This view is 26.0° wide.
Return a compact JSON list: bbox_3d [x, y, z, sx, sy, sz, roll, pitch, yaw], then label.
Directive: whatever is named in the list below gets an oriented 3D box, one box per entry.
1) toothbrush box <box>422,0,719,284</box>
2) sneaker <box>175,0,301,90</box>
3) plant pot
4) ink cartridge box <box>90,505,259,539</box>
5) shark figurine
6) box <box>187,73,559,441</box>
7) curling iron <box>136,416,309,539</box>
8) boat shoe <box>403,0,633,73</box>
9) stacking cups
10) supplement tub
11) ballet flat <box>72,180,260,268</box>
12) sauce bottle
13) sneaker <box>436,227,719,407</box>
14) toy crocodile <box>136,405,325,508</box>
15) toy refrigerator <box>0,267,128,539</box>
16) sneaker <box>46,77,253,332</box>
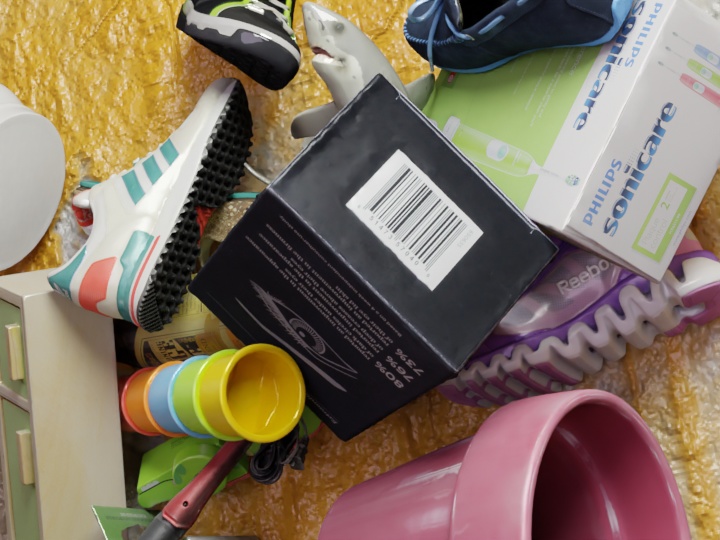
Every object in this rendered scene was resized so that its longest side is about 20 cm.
[{"bbox_3d":[0.129,-0.097,0.947,0.146,0.086,0.200,-64,29,2],"label":"toothbrush box"},{"bbox_3d":[-0.078,-0.183,1.059,0.083,0.071,0.200,-57,25,4],"label":"sneaker"},{"bbox_3d":[0.078,0.180,0.931,0.178,0.199,0.202,-13,76,36],"label":"plant pot"},{"bbox_3d":[-0.091,0.230,1.030,0.059,0.104,0.201,-35,70,14],"label":"ink cartridge box"},{"bbox_3d":[0.010,-0.091,0.997,0.128,0.215,0.090,38,66,5],"label":"shark figurine"},{"bbox_3d":[0.000,0.000,0.931,0.148,0.200,0.104,44,65,-3],"label":"box"},{"bbox_3d":[-0.108,0.158,0.981,0.200,0.026,0.049,-42,49,-15],"label":"curling iron"},{"bbox_3d":[0.081,-0.169,0.922,0.199,0.068,0.085,-8,61,57],"label":"boat shoe"},{"bbox_3d":[-0.107,0.086,1.021,0.200,0.060,0.061,-14,73,59],"label":"stacking cups"},{"bbox_3d":[-0.334,-0.088,1.159,0.199,0.144,0.145,21,90,24],"label":"supplement tub"},{"bbox_3d":[-0.120,-0.027,1.104,0.199,0.070,0.066,5,94,26],"label":"ballet flat"},{"bbox_3d":[-0.129,0.038,1.090,0.199,0.066,0.067,-12,77,35],"label":"sauce bottle"},{"bbox_3d":[0.132,0.018,0.989,0.199,0.080,0.089,-26,66,12],"label":"sneaker"},{"bbox_3d":[-0.071,0.108,1.068,0.199,0.062,0.068,-32,30,16],"label":"toy crocodile"},{"bbox_3d":[-0.211,0.105,1.070,0.076,0.070,0.202,16,111,55],"label":"toy refrigerator"},{"bbox_3d":[-0.141,-0.056,1.037,0.093,0.071,0.201,12,60,16],"label":"sneaker"}]
